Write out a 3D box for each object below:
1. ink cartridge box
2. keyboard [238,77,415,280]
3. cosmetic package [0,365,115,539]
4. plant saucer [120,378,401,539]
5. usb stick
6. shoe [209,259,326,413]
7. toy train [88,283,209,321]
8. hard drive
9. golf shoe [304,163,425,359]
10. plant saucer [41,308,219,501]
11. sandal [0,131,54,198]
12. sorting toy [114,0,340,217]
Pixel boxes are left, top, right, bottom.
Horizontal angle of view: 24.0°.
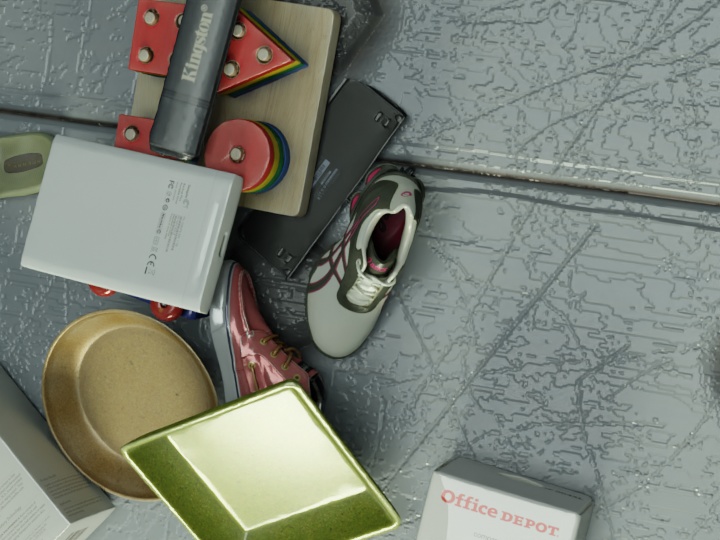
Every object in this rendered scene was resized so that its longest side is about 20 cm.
[{"bbox_3d":[0.119,0.291,1.564,0.145,0.084,0.201,14,96,16],"label":"ink cartridge box"},{"bbox_3d":[-0.021,-0.076,1.631,0.127,0.021,0.200,40,103,17],"label":"keyboard"},{"bbox_3d":[-0.352,0.194,1.694,0.085,0.108,0.200,-45,78,14],"label":"cosmetic package"},{"bbox_3d":[-0.089,0.189,1.599,0.199,0.048,0.200,-22,121,23],"label":"plant saucer"},{"bbox_3d":[-0.150,-0.201,1.578,0.055,0.033,0.201,18,96,20],"label":"usb stick"},{"bbox_3d":[-0.086,0.086,1.631,0.091,0.071,0.201,-6,95,16],"label":"shoe"},{"bbox_3d":[-0.227,-0.033,1.658,0.199,0.085,0.116,20,99,16],"label":"toy train"},{"bbox_3d":[-0.218,-0.045,1.604,0.199,0.027,0.132,13,86,22],"label":"hard drive"},{"bbox_3d":[0.000,0.000,1.576,0.077,0.088,0.201,17,110,-10],"label":"golf shoe"},{"bbox_3d":[-0.220,0.128,1.670,0.199,0.035,0.201,7,110,20],"label":"plant saucer"},{"bbox_3d":[-0.397,-0.099,1.724,0.200,0.057,0.080,-16,87,17],"label":"sandal"},{"bbox_3d":[-0.137,-0.167,1.628,0.198,0.070,0.201,11,94,20],"label":"sorting toy"}]
